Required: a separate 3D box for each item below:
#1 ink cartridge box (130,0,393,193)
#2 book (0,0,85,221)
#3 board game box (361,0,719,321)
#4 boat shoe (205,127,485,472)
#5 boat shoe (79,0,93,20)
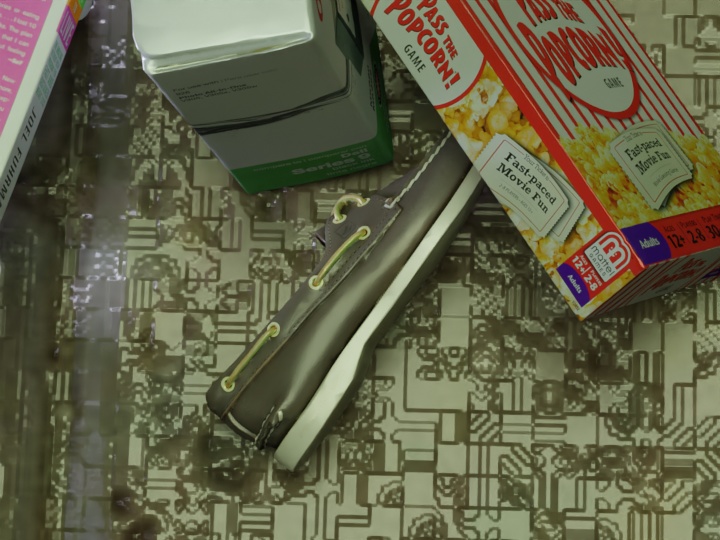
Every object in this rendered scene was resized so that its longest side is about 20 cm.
[{"bbox_3d":[-0.048,-0.137,1.305,0.084,0.200,0.147,-10,75,8],"label":"ink cartridge box"},{"bbox_3d":[-0.214,-0.082,1.270,0.133,0.048,0.201,17,73,9],"label":"book"},{"bbox_3d":[0.097,-0.078,1.318,0.046,0.151,0.200,-41,76,29],"label":"board game box"},{"bbox_3d":[0.000,0.000,1.343,0.059,0.072,0.200,33,85,6],"label":"boat shoe"},{"bbox_3d":[-0.217,-0.179,1.395,0.199,0.071,0.070,26,123,25],"label":"boat shoe"}]
